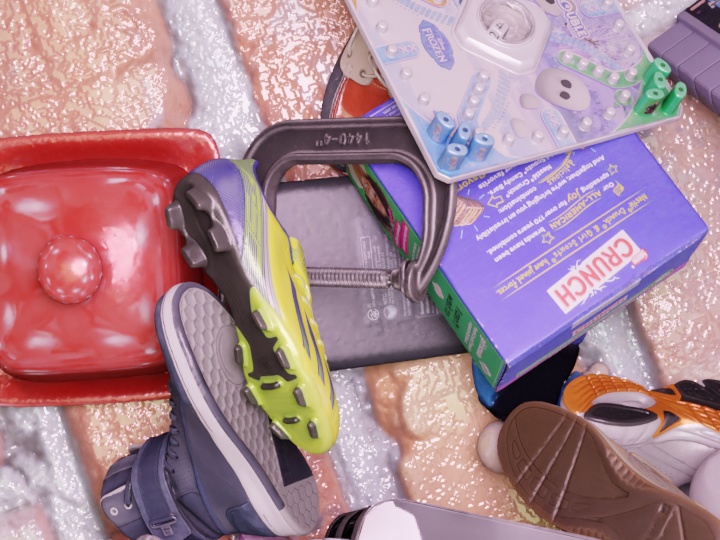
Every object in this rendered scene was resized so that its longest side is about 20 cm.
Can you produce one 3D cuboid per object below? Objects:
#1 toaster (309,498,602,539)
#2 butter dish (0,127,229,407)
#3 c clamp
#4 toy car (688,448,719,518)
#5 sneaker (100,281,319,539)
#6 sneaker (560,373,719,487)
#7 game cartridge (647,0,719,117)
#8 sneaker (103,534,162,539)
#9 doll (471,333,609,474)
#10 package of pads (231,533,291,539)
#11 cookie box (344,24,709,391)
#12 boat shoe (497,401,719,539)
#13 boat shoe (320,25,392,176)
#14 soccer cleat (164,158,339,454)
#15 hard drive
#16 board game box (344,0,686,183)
[{"bbox_3d":[0.061,0.223,0.833,0.197,0.181,0.120,12,77,-5],"label":"toaster"},{"bbox_3d":[-0.193,-0.001,0.901,0.197,0.148,0.203,-3,92,-3],"label":"butter dish"},{"bbox_3d":[-0.021,-0.019,0.869,0.198,0.027,0.174,-5,84,31],"label":"c clamp"},{"bbox_3d":[0.275,0.239,0.902,0.199,0.150,0.176,-38,124,1],"label":"toy car"},{"bbox_3d":[-0.130,0.108,0.877,0.144,0.077,0.204,-10,117,25],"label":"sneaker"},{"bbox_3d":[0.232,0.136,0.971,0.197,0.076,0.093,8,121,-14],"label":"sneaker"},{"bbox_3d":[0.323,-0.190,0.941,0.199,0.130,0.039,-35,136,-2],"label":"game cartridge"},{"bbox_3d":[-0.143,0.239,0.891,0.099,0.200,0.079,30,68,-17],"label":"sneaker"},{"bbox_3d":[0.136,0.056,0.955,0.135,0.048,0.203,23,85,-35],"label":"doll"},{"bbox_3d":[-0.026,0.279,0.948,0.198,0.076,0.122,26,89,-3],"label":"package of pads"},{"bbox_3d":[0.109,-0.049,0.890,0.170,0.075,0.201,-31,73,-9],"label":"cookie box"},{"bbox_3d":[0.175,0.157,0.870,0.199,0.065,0.073,30,89,42],"label":"boat shoe"},{"bbox_3d":[0.026,-0.164,0.952,0.070,0.063,0.202,26,91,-5],"label":"boat shoe"},{"bbox_3d":[-0.053,0.019,0.832,0.083,0.064,0.202,-28,94,-43],"label":"soccer cleat"},{"bbox_3d":[0.000,0.000,0.952,0.197,0.033,0.142,-6,91,-12],"label":"hard drive"},{"bbox_3d":[0.099,-0.169,0.868,0.198,0.026,0.202,-16,66,-23],"label":"board game box"}]
